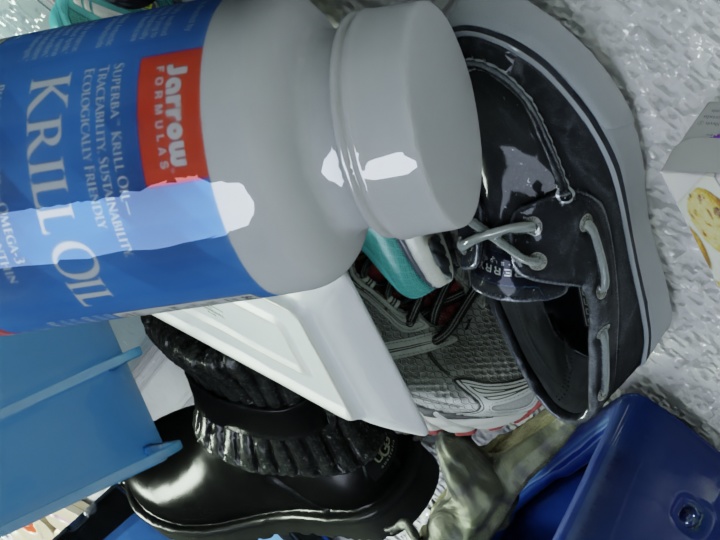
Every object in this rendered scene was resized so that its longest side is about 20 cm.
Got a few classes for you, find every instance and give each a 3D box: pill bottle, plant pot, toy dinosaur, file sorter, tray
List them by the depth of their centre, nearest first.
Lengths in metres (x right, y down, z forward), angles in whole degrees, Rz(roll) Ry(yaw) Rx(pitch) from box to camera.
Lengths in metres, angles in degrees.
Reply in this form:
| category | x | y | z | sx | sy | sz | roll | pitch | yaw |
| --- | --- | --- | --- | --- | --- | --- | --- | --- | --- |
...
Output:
| category | x | y | z | sx | sy | sz | roll | pitch | yaw |
| --- | --- | --- | --- | --- | --- | --- | --- | --- | --- |
| pill bottle | -0.062 | -0.042 | 0.843 | 0.199 | 0.112 | 0.112 | -10 | 133 | 20 |
| tray | -0.060 | 0.009 | 0.989 | 0.200 | 0.022 | 0.108 | 25 | 151 | 43 |
| plant pot | 0.123 | 0.204 | 1.048 | 0.179 | 0.200 | 0.200 | 31 | 153 | -4 |
| toy dinosaur | 0.051 | 0.087 | 1.068 | 0.200 | 0.047 | 0.088 | -55 | 47 | 36 |
| file sorter | -0.184 | 0.024 | 1.079 | 0.201 | 0.138 | 0.123 | 66 | 164 | 0 |

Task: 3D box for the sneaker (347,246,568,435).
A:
| category | x | y | z | sx | sy | sz | roll | pitch | yaw |
| --- | --- | --- | --- | --- | --- | --- | --- | --- | --- |
| sneaker | 0.000 | 0.000 | 0.996 | 0.200 | 0.078 | 0.082 | 30 | 150 | 12 |

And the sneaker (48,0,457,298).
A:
| category | x | y | z | sx | sy | sz | roll | pitch | yaw |
| --- | --- | --- | --- | --- | --- | --- | --- | --- | --- |
| sneaker | -0.040 | -0.061 | 0.929 | 0.200 | 0.080 | 0.078 | 45 | -167 | -1 |

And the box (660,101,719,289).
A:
| category | x | y | z | sx | sy | sz | roll | pitch | yaw |
| --- | --- | --- | --- | --- | --- | --- | --- | --- | --- |
| box | 0.173 | 0.022 | 0.871 | 0.041 | 0.039 | 0.200 | 9 | 142 | 43 |

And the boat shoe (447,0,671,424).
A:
| category | x | y | z | sx | sy | sz | roll | pitch | yaw |
| --- | --- | --- | --- | --- | --- | --- | --- | --- | --- |
| boat shoe | 0.068 | -0.018 | 0.899 | 0.072 | 0.068 | 0.200 | 17 | 146 | 33 |

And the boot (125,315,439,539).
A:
| category | x | y | z | sx | sy | sz | roll | pitch | yaw |
| --- | --- | --- | --- | --- | --- | --- | --- | --- | --- |
| boot | -0.074 | 0.065 | 1.173 | 0.211 | 0.080 | 0.158 | -7 | 137 | 39 |

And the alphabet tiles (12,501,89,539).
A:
| category | x | y | z | sx | sy | sz | roll | pitch | yaw |
| --- | --- | --- | --- | --- | --- | --- | --- | --- | --- |
| alphabet tiles | -0.158 | 0.222 | 1.583 | 0.195 | 0.015 | 0.200 | 23 | 149 | 25 |

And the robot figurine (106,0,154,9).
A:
| category | x | y | z | sx | sy | sz | roll | pitch | yaw |
| --- | --- | --- | --- | --- | --- | --- | --- | --- | --- |
| robot figurine | -0.101 | -0.173 | 0.805 | 0.200 | 0.151 | 0.125 | 25 | -168 | 21 |

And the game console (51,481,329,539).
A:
| category | x | y | z | sx | sy | sz | roll | pitch | yaw |
| --- | --- | --- | --- | --- | --- | --- | --- | --- | --- |
| game console | -0.084 | 0.215 | 1.375 | 0.200 | 0.118 | 0.170 | 47 | 151 | -19 |
